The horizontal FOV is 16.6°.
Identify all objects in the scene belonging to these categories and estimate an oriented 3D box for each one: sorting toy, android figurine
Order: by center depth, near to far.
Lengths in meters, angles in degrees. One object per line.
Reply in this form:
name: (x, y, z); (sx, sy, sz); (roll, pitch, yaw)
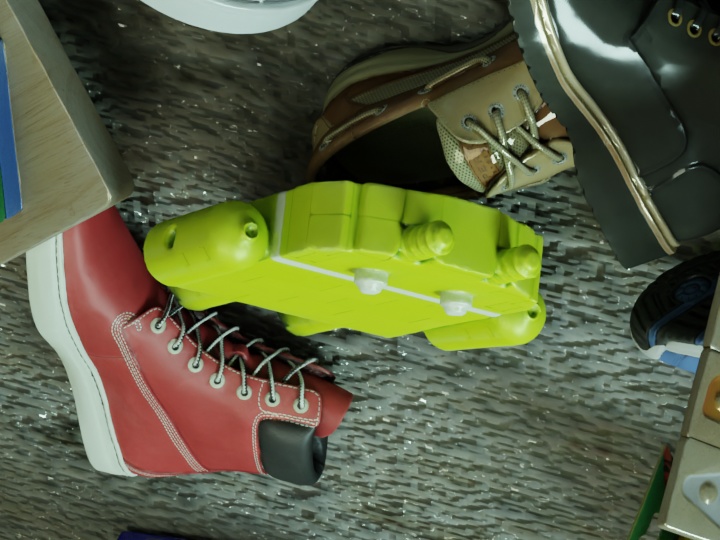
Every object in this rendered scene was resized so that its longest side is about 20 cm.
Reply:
android figurine: (0.000, 0.000, 1.103); (0.182, 0.041, 0.200); (15, 165, -33)
sorting toy: (-0.233, -0.080, 1.144); (0.200, 0.070, 0.199); (-25, 95, 40)

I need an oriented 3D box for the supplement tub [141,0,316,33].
supplement tub: (-0.019, -0.195, 0.916); (0.145, 0.145, 0.200); (36, 136, -7)

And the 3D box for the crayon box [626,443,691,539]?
crayon box: (0.192, 0.192, 1.180); (0.051, 0.127, 0.200); (-15, 122, 36)

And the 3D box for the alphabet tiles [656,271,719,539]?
alphabet tiles: (0.203, 0.022, 0.919); (0.167, 0.200, 0.008); (20, 170, -24)

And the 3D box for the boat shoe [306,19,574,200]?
boat shoe: (0.061, -0.062, 1.050); (0.200, 0.074, 0.076); (-15, 122, 37)

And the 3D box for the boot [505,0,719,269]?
boot: (0.131, -0.100, 0.928); (0.138, 0.078, 0.200); (-20, 136, 12)

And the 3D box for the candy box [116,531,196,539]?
candy box: (-0.089, 0.244, 1.321); (0.169, 0.200, 0.077); (5, 132, 24)

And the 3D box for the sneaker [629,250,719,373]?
sneaker: (0.214, 0.039, 1.063); (0.200, 0.076, 0.077); (6, 132, 21)

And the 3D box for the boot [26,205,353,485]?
boot: (-0.079, 0.028, 1.217); (0.144, 0.072, 0.200); (3, 135, 20)
